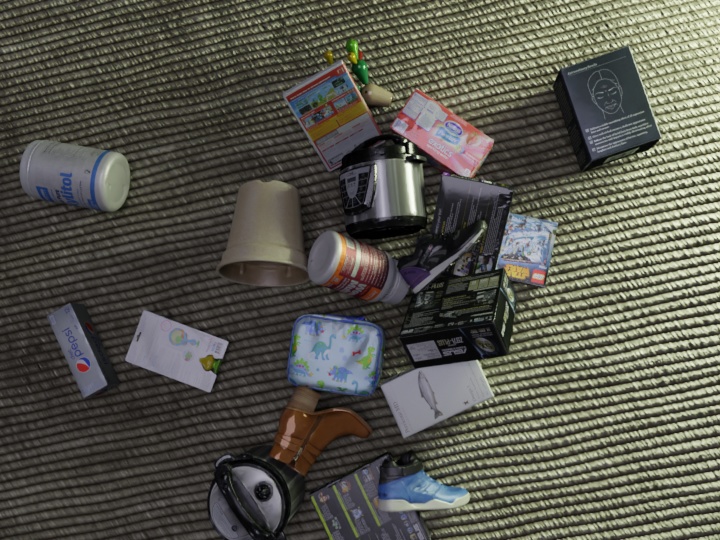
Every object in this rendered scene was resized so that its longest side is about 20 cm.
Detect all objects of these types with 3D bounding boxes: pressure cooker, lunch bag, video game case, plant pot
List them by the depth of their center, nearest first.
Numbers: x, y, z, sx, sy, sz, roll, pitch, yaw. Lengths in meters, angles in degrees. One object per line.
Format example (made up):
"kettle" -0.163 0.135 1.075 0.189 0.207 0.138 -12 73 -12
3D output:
"pressure cooker" -0.212 0.450 1.456 0.173 0.200 0.182 10 91 9
"pressure cooker" 0.044 -0.174 1.490 0.173 0.179 0.203 -4 85 -4
"plant pot" -0.195 -0.080 1.521 0.197 0.201 0.186 -1 73 6
"lunch bag" -0.048 0.173 1.523 0.197 0.082 0.163 7 87 7
"video game case" -0.053 -0.320 1.525 0.142 0.018 0.201 -26 124 11

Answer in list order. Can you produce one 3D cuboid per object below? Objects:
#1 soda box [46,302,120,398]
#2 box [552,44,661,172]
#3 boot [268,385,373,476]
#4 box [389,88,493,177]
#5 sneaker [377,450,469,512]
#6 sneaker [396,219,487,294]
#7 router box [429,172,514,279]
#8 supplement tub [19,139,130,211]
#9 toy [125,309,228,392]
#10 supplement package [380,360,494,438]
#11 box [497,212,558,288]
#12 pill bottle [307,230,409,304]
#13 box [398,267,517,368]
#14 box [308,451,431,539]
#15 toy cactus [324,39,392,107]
"soda box" -0.606 0.174 1.594 0.063 0.068 0.202 -28 83 2
"box" 0.499 -0.327 1.488 0.146 0.107 0.203 -17 84 5
"boot" -0.079 0.343 1.474 0.199 0.076 0.157 32 68 -24
"box" 0.170 -0.276 1.528 0.199 0.095 0.103 35 90 8
"sneaker" 0.129 0.420 1.465 0.197 0.077 0.113 2 80 -16
"sneaker" 0.154 -0.046 1.424 0.200 0.076 0.088 -41 85 18
"router box" 0.216 -0.083 1.466 0.147 0.051 0.203 13 104 8
"supplement tub" -0.622 -0.208 1.596 0.197 0.132 0.134 9 86 7
"toy" -0.394 0.175 1.581 0.197 0.047 0.117 20 84 4
"supplement package" 0.155 0.240 1.476 0.198 0.117 0.118 -26 84 4
"box" 0.300 -0.051 1.521 0.197 0.040 0.139 13 87 8
"pill bottle" 0.000 0.000 1.474 0.198 0.109 0.111 20 87 -32
"box" 0.192 0.094 1.423 0.198 0.165 0.087 -13 123 27
"box" 0.020 0.510 1.506 0.191 0.048 0.202 -29 83 5
"toy cactus" -0.015 -0.386 1.573 0.163 0.102 0.203 14 84 -11
